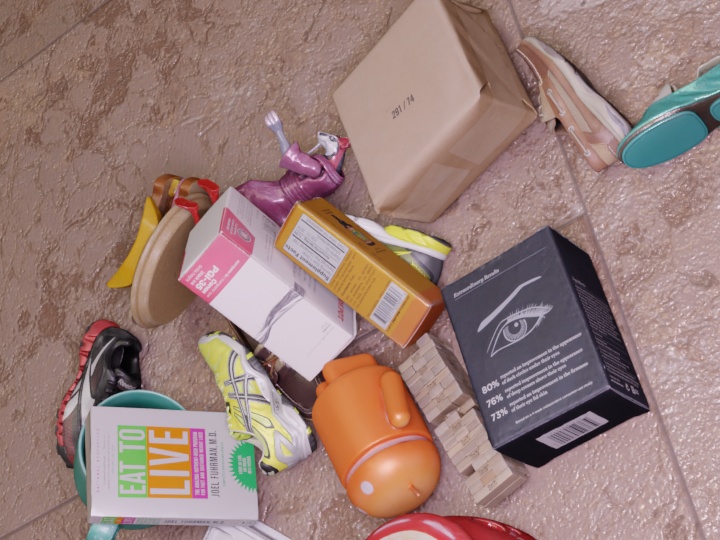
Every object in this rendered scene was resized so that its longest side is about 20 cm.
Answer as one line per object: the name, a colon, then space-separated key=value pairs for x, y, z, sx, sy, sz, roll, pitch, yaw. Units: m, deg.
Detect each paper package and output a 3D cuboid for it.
paper package: x=0.080 y=-0.192 z=1.667 sx=0.200 sy=0.103 sz=0.192 roll=-45 pitch=51 yaw=31

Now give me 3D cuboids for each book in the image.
book: x=-0.223 y=0.234 z=1.692 sx=0.048 sy=0.197 sz=0.135 roll=124 pitch=145 yaw=-55

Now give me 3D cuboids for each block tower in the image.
block tower: x=0.111 y=0.165 z=1.570 sx=0.058 sy=0.054 sz=0.201 roll=-41 pitch=54 yaw=16

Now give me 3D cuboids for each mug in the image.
mug: x=-0.289 y=0.247 z=1.756 sx=0.153 sy=0.184 sz=0.115 roll=52 pitch=150 yaw=16

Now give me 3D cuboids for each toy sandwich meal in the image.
toy sandwich meal: x=-0.248 y=-0.026 z=1.815 sx=0.070 sy=0.205 sz=0.207 roll=25 pitch=89 yaw=18

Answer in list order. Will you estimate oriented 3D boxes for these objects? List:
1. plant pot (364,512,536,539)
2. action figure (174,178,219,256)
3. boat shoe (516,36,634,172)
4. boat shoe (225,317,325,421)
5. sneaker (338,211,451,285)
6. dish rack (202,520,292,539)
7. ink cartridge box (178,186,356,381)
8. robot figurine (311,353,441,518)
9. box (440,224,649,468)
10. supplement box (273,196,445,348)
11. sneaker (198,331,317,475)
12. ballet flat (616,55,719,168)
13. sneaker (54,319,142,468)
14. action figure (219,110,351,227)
plant pot: x=0.089 y=0.341 z=1.444 sx=0.198 sy=0.182 sz=0.203 roll=-15 pitch=63 yaw=31
action figure: x=-0.186 y=-0.021 z=1.783 sx=0.051 sy=0.202 sz=0.065 roll=20 pitch=50 yaw=30
boat shoe: x=0.229 y=-0.188 z=1.602 sx=0.072 sy=0.075 sz=0.201 roll=-47 pitch=51 yaw=15
boat shoe: x=-0.103 y=0.105 z=1.736 sx=0.072 sy=0.072 sz=0.200 roll=-48 pitch=53 yaw=12
sneaker: x=0.006 y=-0.017 z=1.685 sx=0.198 sy=0.074 sz=0.086 roll=12 pitch=86 yaw=25
dish rack: x=-0.136 y=0.386 z=1.678 sx=0.199 sy=0.043 sz=0.174 roll=21 pitch=86 yaw=40
ink cartridge box: x=-0.105 y=0.015 z=1.661 sx=0.083 sy=0.199 sz=0.147 roll=-46 pitch=17 yaw=17
robot figurine: x=0.018 y=0.187 z=1.589 sx=0.144 sy=0.116 sz=0.201 roll=-40 pitch=55 yaw=18
box: x=0.192 y=0.081 z=1.509 sx=0.147 sy=0.104 sz=0.202 roll=-30 pitch=58 yaw=24
supplement box: x=0.000 y=0.000 z=1.625 sx=0.199 sy=0.066 sz=0.069 roll=40 pitch=111 yaw=14
sneaker: x=-0.137 y=0.154 z=1.705 sx=0.076 sy=0.076 sz=0.200 roll=-37 pitch=66 yaw=-14
ballet flat: x=0.358 y=-0.178 z=1.515 sx=0.199 sy=0.067 sz=0.071 roll=-29 pitch=44 yaw=21
sneaker: x=-0.340 y=0.166 z=1.888 sx=0.097 sy=0.071 sz=0.203 roll=7 pitch=76 yaw=40
action figure: x=-0.080 y=-0.096 z=1.755 sx=0.199 sy=0.133 sz=0.150 roll=-37 pitch=56 yaw=23
